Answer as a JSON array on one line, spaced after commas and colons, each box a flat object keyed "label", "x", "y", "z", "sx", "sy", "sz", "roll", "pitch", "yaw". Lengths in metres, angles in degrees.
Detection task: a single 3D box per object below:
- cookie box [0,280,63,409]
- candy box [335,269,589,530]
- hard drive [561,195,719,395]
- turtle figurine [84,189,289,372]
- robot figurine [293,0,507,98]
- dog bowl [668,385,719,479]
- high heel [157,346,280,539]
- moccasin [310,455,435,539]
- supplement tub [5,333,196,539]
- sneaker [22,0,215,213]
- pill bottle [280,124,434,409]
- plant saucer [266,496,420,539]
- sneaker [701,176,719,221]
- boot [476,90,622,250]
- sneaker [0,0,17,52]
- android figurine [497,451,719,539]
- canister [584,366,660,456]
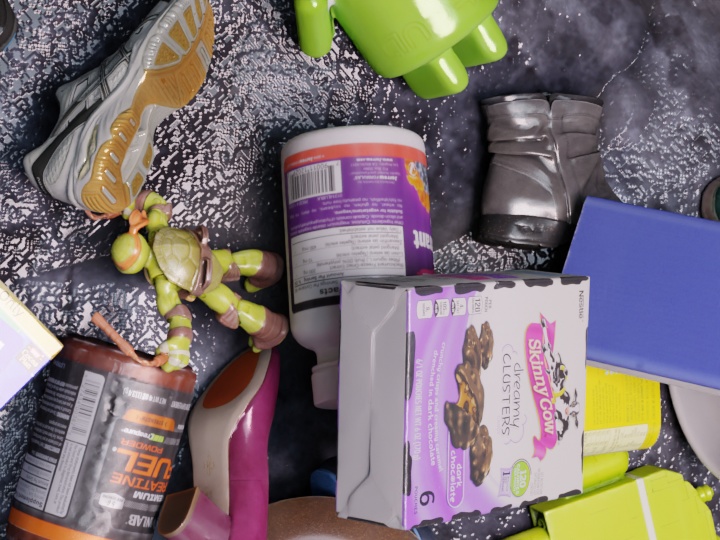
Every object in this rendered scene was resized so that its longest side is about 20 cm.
[{"label": "cookie box", "x": -0.340, "y": 0.062, "z": 1.366, "sx": 0.200, "sy": 0.075, "sz": 0.171, "roll": -46, "pitch": 106, "yaw": -14}, {"label": "candy box", "x": 0.076, "y": 0.087, "z": 1.400, "sx": 0.200, "sy": 0.071, "sz": 0.168, "roll": -4, "pitch": 96, "yaw": -45}, {"label": "hard drive", "x": 0.250, "y": 0.023, "z": 1.474, "sx": 0.200, "sy": 0.025, "sz": 0.132, "roll": 12, "pitch": 70, "yaw": 21}, {"label": "turtle figurine", "x": -0.127, "y": -0.007, "z": 1.426, "sx": 0.161, "sy": 0.200, "sz": 0.064, "roll": 20, "pitch": 129, "yaw": -41}, {"label": "robot figurine", "x": 0.026, "y": -0.228, "z": 1.473, "sx": 0.175, "sy": 0.116, "sz": 0.200, "roll": -41, "pitch": 105, "yaw": -16}, {"label": "dog bowl", "x": 0.330, "y": 0.073, "z": 1.561, "sx": 0.079, "sy": 0.200, "sz": 0.200, "roll": -6, "pitch": 95, "yaw": -23}, {"label": "high heel", "x": -0.086, "y": 0.149, "z": 1.456, "sx": 0.096, "sy": 0.067, "sz": 0.200, "roll": 49, "pitch": 47, "yaw": -30}, {"label": "moccasin", "x": 0.025, "y": 0.219, "z": 1.525, "sx": 0.068, "sy": 0.080, "sz": 0.200, "roll": -36, "pitch": 119, "yaw": -21}, {"label": "supplement tub", "x": -0.193, "y": 0.153, "z": 1.413, "sx": 0.107, "sy": 0.107, "sz": 0.200, "roll": 16, "pitch": 87, "yaw": -21}, {"label": "sneaker", "x": -0.179, "y": -0.134, "z": 1.421, "sx": 0.200, "sy": 0.088, "sz": 0.076, "roll": -62, "pitch": 147, "yaw": -30}, {"label": "pill bottle", "x": 0.000, "y": 0.000, "z": 1.455, "sx": 0.111, "sy": 0.111, "sz": 0.200, "roll": 0, "pitch": 79, "yaw": -21}, {"label": "plant saucer", "x": -0.031, "y": 0.268, "z": 1.471, "sx": 0.200, "sy": 0.034, "sz": 0.201, "roll": 0, "pitch": 109, "yaw": 1}, {"label": "sneaker", "x": 0.386, "y": -0.023, "z": 1.641, "sx": 0.200, "sy": 0.080, "sz": 0.071, "roll": 22, "pitch": 85, "yaw": -21}, {"label": "boot", "x": 0.189, "y": -0.077, "z": 1.572, "sx": 0.200, "sy": 0.070, "sz": 0.132, "roll": 8, "pitch": 85, "yaw": -26}, {"label": "sneaker", "x": -0.323, "y": -0.218, "z": 1.356, "sx": 0.200, "sy": 0.082, "sz": 0.073, "roll": 38, "pitch": 78, "yaw": -20}, {"label": "android figurine", "x": 0.213, "y": 0.234, "z": 1.608, "sx": 0.200, "sy": 0.041, "sz": 0.182, "roll": -18, "pitch": 99, "yaw": -19}, {"label": "canister", "x": 0.134, "y": 0.084, "z": 1.547, "sx": 0.200, "sy": 0.087, "sz": 0.149, "roll": -5, "pitch": 93, "yaw": -22}]
